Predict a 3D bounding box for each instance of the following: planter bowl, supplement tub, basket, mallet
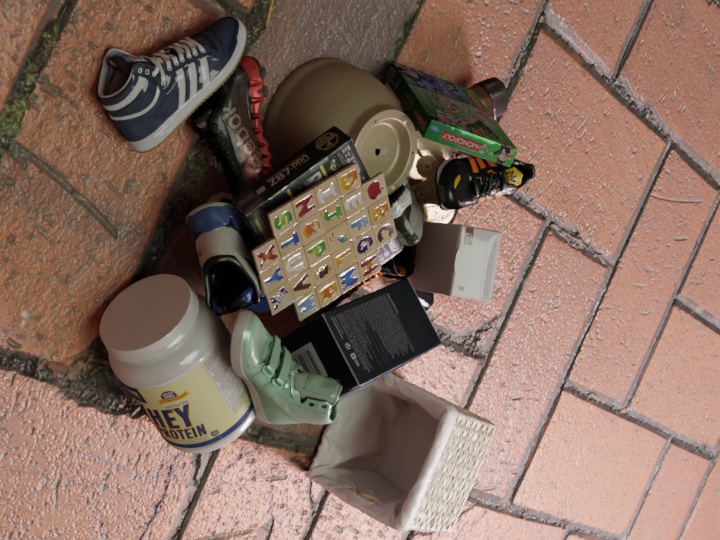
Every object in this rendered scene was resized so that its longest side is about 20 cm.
[{"bbox_3d":[-0.012,-0.169,1.647,0.200,0.135,0.201,-20,121,-39],"label":"planter bowl"},{"bbox_3d":[-0.222,0.116,1.551,0.145,0.145,0.200,-46,134,-21],"label":"supplement tub"},{"bbox_3d":[0.065,0.267,1.880,0.161,0.198,0.201,20,92,-52],"label":"basket"},{"bbox_3d":[0.120,-0.029,1.921,0.200,0.041,0.066,-60,138,-13],"label":"mallet"}]

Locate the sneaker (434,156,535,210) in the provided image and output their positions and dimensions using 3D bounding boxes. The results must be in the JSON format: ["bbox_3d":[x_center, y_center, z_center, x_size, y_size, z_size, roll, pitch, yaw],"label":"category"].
[{"bbox_3d":[0.179,-0.132,1.773,0.200,0.090,0.070,-21,104,-57],"label":"sneaker"}]

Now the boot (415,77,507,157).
[{"bbox_3d":[0.135,-0.170,1.851,0.200,0.068,0.189,-29,139,-26],"label":"boot"}]

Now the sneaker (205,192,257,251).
[{"bbox_3d":[-0.122,-0.037,1.633,0.200,0.080,0.078,22,92,-49],"label":"sneaker"}]

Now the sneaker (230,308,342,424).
[{"bbox_3d":[-0.083,0.117,1.515,0.201,0.118,0.074,72,26,-48],"label":"sneaker"}]

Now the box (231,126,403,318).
[{"bbox_3d":[-0.049,-0.056,1.557,0.161,0.049,0.200,-38,134,-10],"label":"box"}]

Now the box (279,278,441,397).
[{"bbox_3d":[-0.016,0.107,1.685,0.200,0.148,0.107,-22,82,-51],"label":"box"}]

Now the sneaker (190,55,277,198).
[{"bbox_3d":[-0.159,-0.160,1.529,0.098,0.071,0.201,-10,97,-34],"label":"sneaker"}]

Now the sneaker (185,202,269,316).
[{"bbox_3d":[-0.156,0.017,1.537,0.080,0.115,0.200,-17,146,8],"label":"sneaker"}]

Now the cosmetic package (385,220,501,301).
[{"bbox_3d":[0.115,-0.017,1.771,0.074,0.200,0.102,8,92,-27],"label":"cosmetic package"}]

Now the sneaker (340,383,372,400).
[{"bbox_3d":[-0.034,0.144,1.809,0.200,0.073,0.071,-35,134,-29],"label":"sneaker"}]

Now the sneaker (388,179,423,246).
[{"bbox_3d":[0.048,-0.080,1.725,0.074,0.200,0.079,-31,103,7],"label":"sneaker"}]

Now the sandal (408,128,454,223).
[{"bbox_3d":[0.113,-0.117,1.803,0.077,0.070,0.212,-26,145,-5],"label":"sandal"}]

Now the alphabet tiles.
[{"bbox_3d":[-0.041,-0.033,1.527,0.200,0.006,0.167,-33,131,-23],"label":"alphabet tiles"}]

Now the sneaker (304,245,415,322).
[{"bbox_3d":[0.000,0.000,1.750,0.200,0.112,0.078,-53,136,-14],"label":"sneaker"}]

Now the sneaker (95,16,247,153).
[{"bbox_3d":[-0.221,-0.241,1.446,0.200,0.070,0.109,-51,138,-11],"label":"sneaker"}]

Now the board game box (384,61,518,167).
[{"bbox_3d":[0.120,-0.213,1.686,0.134,0.200,0.029,17,115,-23],"label":"board game box"}]
